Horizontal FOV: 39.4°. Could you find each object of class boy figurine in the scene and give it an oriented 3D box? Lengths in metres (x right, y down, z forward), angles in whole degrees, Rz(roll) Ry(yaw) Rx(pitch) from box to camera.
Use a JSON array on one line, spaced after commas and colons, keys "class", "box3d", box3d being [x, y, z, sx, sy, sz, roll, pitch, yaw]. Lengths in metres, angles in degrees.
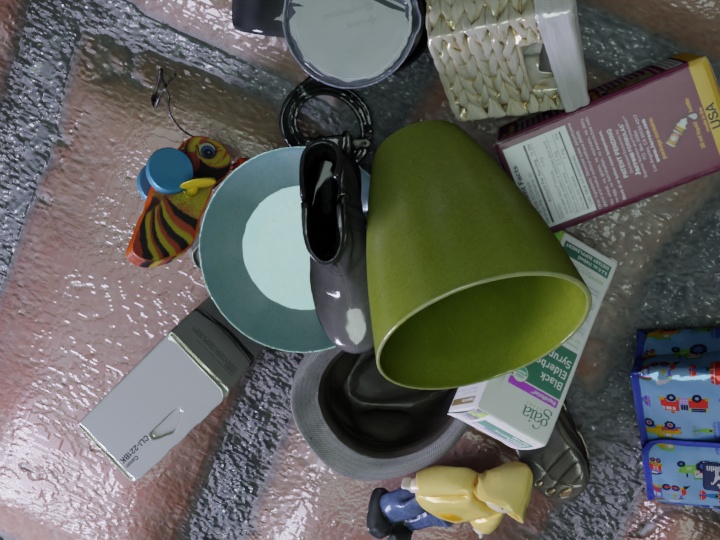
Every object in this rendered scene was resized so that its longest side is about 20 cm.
[{"class": "boy figurine", "box3d": [0.104, 0.248, 1.060, 0.200, 0.065, 0.124, -21, 129, 39]}]

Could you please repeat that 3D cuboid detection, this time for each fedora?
[{"class": "fedora", "box3d": [0.032, 0.118, 1.062, 0.200, 0.090, 0.177, -38, 96, 18]}]

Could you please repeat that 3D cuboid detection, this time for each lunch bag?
[{"class": "lunch bag", "box3d": [0.364, 0.165, 1.027, 0.150, 0.094, 0.201, -2, 115, 22]}]

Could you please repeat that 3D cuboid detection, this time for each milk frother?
[{"class": "milk frother", "box3d": [-0.015, -0.188, 0.940, 0.180, 0.188, 0.201, -11, 103, 12]}]

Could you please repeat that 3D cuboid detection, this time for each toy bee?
[{"class": "toy bee", "box3d": [-0.170, -0.096, 1.032, 0.108, 0.131, 0.201, 12, 96, -20]}]

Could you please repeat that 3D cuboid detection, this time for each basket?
[{"class": "basket", "box3d": [0.126, -0.246, 0.888, 0.123, 0.136, 0.201, -9, 60, 15]}]

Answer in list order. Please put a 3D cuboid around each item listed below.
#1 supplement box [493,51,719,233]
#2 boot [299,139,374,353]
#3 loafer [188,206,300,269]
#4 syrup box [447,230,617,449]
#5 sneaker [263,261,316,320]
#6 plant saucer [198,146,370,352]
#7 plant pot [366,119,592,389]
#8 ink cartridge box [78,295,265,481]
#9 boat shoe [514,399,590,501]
[{"class": "supplement box", "box3d": [0.236, -0.119, 0.948, 0.199, 0.131, 0.104, -21, 100, 14]}, {"class": "boot", "box3d": [-0.025, -0.013, 0.902, 0.069, 0.132, 0.201, -11, 94, 6]}, {"class": "loafer", "box3d": [-0.089, -0.040, 1.044, 0.199, 0.070, 0.070, -21, 134, 14]}, {"class": "syrup box", "box3d": [0.168, 0.067, 0.980, 0.079, 0.081, 0.201, 29, 72, -9]}, {"class": "sneaker", "box3d": [0.000, 0.000, 1.045, 0.199, 0.079, 0.079, -14, 93, 8]}, {"class": "plant saucer", "box3d": [-0.058, -0.021, 0.991, 0.200, 0.039, 0.202, 0, 95, 5]}, {"class": "plant pot", "box3d": [0.081, -0.028, 0.887, 0.187, 0.187, 0.201, -24, 58, 14]}, {"class": "ink cartridge box", "box3d": [-0.181, 0.107, 1.035, 0.084, 0.200, 0.144, 45, 106, -5]}, {"class": "boat shoe", "box3d": [0.177, 0.145, 1.058, 0.074, 0.073, 0.201, -29, 78, 23]}]
